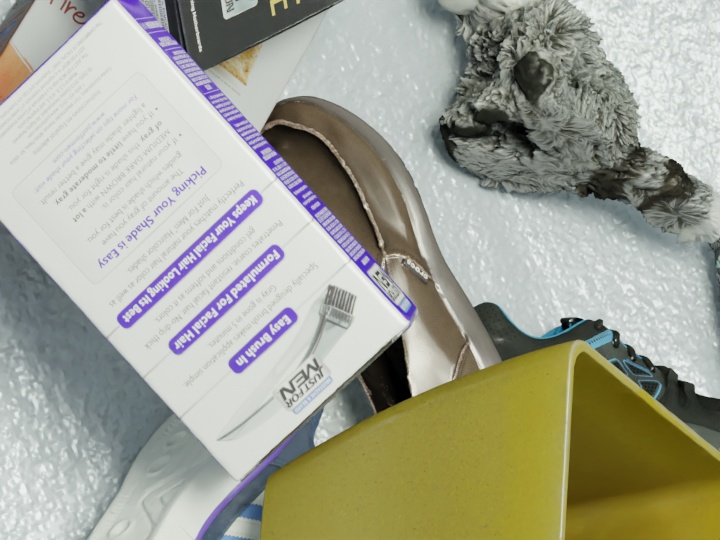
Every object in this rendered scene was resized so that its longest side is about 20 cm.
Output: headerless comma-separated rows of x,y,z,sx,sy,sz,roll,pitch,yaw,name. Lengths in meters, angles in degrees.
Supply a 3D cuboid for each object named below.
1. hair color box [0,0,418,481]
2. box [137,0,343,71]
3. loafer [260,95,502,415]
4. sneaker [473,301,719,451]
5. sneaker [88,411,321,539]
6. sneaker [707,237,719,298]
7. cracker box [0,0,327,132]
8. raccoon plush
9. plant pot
-0.080,-0.016,1.340,0.109,0.065,0.200,-42,89,8,hair color box
-0.066,-0.211,1.403,0.157,0.050,0.201,-31,120,-47,box
0.000,0.000,1.479,0.071,0.073,0.201,-21,71,-41,loafer
0.137,0.064,1.557,0.199,0.073,0.082,9,73,-27,sneaker
-0.051,0.150,1.427,0.147,0.080,0.200,57,46,-21,sneaker
0.281,-0.019,1.660,0.199,0.078,0.141,-12,83,-32,sneaker
-0.105,-0.114,1.482,0.134,0.058,0.201,36,61,-17,cracker box
0.116,-0.106,1.602,0.200,0.096,0.135,34,51,-35,raccoon plush
0.057,0.165,1.341,0.200,0.175,0.201,37,53,-52,plant pot
